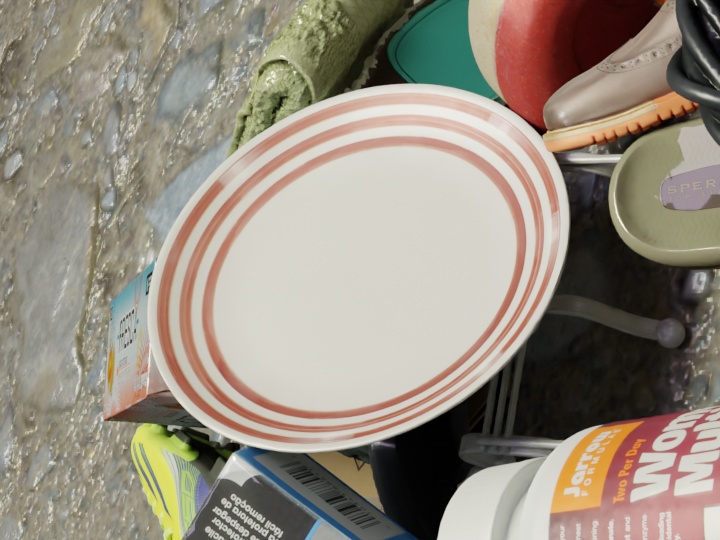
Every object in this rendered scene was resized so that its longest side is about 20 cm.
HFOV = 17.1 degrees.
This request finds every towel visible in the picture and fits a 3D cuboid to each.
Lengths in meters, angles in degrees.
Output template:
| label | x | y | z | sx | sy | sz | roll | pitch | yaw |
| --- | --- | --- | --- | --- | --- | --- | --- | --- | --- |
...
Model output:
| label | x | y | z | sx | sy | sz | roll | pitch | yaw |
| --- | --- | --- | --- | --- | --- | --- | --- | --- | --- |
| towel | -0.016 | -0.104 | 1.249 | 0.149 | 0.036 | 0.200 | -53 | -6 | -26 |

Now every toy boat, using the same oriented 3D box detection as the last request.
| label | x | y | z | sx | sy | sz | roll | pitch | yaw |
| --- | --- | --- | --- | --- | --- | --- | --- | --- | --- |
| toy boat | 0.144 | -0.135 | 1.070 | 0.131 | 0.130 | 0.200 | 45 | 115 | 25 |

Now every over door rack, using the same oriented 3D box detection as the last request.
| label | x | y | z | sx | sy | sz | roll | pitch | yaw |
| --- | --- | --- | --- | --- | --- | --- | --- | --- | --- |
| over door rack | 0.141 | 0.018 | 1.029 | 0.199 | 0.067 | 0.148 | -5 | 69 | 42 |

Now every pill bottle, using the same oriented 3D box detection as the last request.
| label | x | y | z | sx | sy | sz | roll | pitch | yaw |
| --- | --- | --- | --- | --- | --- | --- | --- | --- | --- |
| pill bottle | 0.131 | 0.107 | 0.912 | 0.200 | 0.109 | 0.110 | -14 | 62 | 42 |

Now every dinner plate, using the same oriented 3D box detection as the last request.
| label | x | y | z | sx | sy | sz | roll | pitch | yaw |
| --- | --- | --- | --- | --- | --- | --- | --- | --- | --- |
| dinner plate | 0.000 | 0.000 | 1.069 | 0.199 | 0.024 | 0.201 | -13 | 48 | 15 |

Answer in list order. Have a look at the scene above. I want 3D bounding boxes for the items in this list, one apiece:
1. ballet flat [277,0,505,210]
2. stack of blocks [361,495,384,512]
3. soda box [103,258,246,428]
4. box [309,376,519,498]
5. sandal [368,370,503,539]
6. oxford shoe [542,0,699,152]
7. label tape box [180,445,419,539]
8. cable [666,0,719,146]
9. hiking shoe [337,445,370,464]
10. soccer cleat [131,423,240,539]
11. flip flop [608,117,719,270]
| label | x | y | z | sx | sy | sz | roll | pitch | yaw |
| --- | --- | --- | --- | --- | --- | --- | --- | --- | --- |
| ballet flat | 0.016 | -0.075 | 1.195 | 0.200 | 0.072 | 0.072 | -45 | 19 | -30 |
| stack of blocks | -0.037 | 0.199 | 1.165 | 0.200 | 0.058 | 0.115 | -63 | 31 | 33 |
| soda box | -0.087 | 0.040 | 1.203 | 0.200 | 0.063 | 0.069 | 153 | 121 | -76 |
| box | 0.004 | 0.053 | 1.253 | 0.164 | 0.021 | 0.200 | -52 | 36 | 27 |
| sandal | 0.043 | 0.033 | 1.122 | 0.043 | 0.076 | 0.201 | 0 | 73 | 27 |
| oxford shoe | 0.154 | -0.118 | 0.995 | 0.200 | 0.073 | 0.071 | -32 | 3 | 7 |
| label tape box | -0.037 | 0.198 | 1.036 | 0.144 | 0.063 | 0.200 | 34 | 103 | 17 |
| cable | 0.208 | -0.082 | 0.877 | 0.200 | 0.051 | 0.163 | 34 | 77 | 24 |
| hiking shoe | -0.008 | 0.014 | 1.199 | 0.087 | 0.074 | 0.200 | -55 | 35 | 25 |
| soccer cleat | -0.090 | 0.133 | 1.298 | 0.200 | 0.064 | 0.084 | 26 | 95 | 67 |
| flip flop | 0.185 | -0.049 | 0.933 | 0.199 | 0.058 | 0.081 | -10 | 67 | 27 |
